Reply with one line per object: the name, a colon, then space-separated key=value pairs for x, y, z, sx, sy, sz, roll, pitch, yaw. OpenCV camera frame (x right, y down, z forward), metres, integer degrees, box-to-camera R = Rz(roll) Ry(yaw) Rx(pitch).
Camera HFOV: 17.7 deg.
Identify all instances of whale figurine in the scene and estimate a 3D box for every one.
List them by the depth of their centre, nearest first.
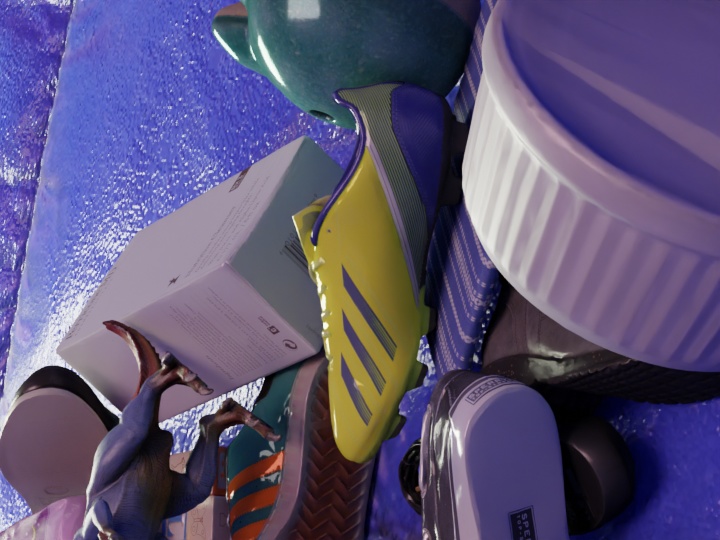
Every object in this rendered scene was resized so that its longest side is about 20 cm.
whale figurine: x=-0.021 y=-0.125 z=1.279 sx=0.200 sy=0.159 sz=0.104 roll=-12 pitch=56 yaw=61

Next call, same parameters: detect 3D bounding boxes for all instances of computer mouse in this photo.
computer mouse: x=0.080 y=0.102 z=1.179 sx=0.200 sy=0.034 sz=0.059 roll=-9 pitch=107 yaw=59

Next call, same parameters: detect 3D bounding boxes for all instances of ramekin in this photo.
ramekin: x=0.135 y=-0.043 z=0.999 sx=0.203 sy=0.201 sz=0.095 roll=64 pitch=143 yaw=43

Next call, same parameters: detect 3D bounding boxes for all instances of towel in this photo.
towel: x=0.066 y=-0.050 z=1.187 sx=0.145 sy=0.024 sz=0.201 roll=-102 pitch=24 yaw=-60

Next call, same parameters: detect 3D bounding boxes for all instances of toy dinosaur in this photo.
toy dinosaur: x=-0.121 y=0.145 z=1.260 sx=0.182 sy=0.105 sz=0.200 roll=-55 pitch=27 yaw=-4

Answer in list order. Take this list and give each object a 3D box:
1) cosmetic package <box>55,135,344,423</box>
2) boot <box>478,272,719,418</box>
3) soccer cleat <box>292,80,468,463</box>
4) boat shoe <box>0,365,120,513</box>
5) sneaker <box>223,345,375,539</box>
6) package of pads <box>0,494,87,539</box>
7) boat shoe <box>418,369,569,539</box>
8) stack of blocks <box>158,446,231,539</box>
cosmetic package: x=-0.083 y=0.011 z=1.367 sx=0.200 sy=0.081 sz=0.113 roll=-25 pitch=27 yaw=48
boot: x=0.121 y=-0.002 z=1.116 sx=0.200 sy=0.070 sz=0.132 roll=-14 pitch=65 yaw=52
soccer cleat: x=0.000 y=-0.001 z=1.205 sx=0.065 sy=0.083 sz=0.201 roll=-136 pitch=55 yaw=-75
boat shoe: x=-0.182 y=0.114 z=1.455 sx=0.202 sy=0.073 sz=0.063 roll=81 pitch=-172 yaw=-57
sneaker: x=-0.043 y=0.140 z=1.318 sx=0.080 sy=0.071 sz=0.201 roll=1 pitch=72 yaw=57
package of pads: x=-0.171 y=0.241 z=1.358 sx=0.120 sy=0.075 sz=0.201 roll=-31 pitch=55 yaw=45
boat shoe: x=0.061 y=0.147 z=1.124 sx=0.068 sy=0.071 sz=0.201 roll=17 pitch=117 yaw=62
stack of blocks: x=-0.098 y=0.213 z=1.379 sx=0.115 sy=0.058 sz=0.201 roll=-16 pitch=67 yaw=54
